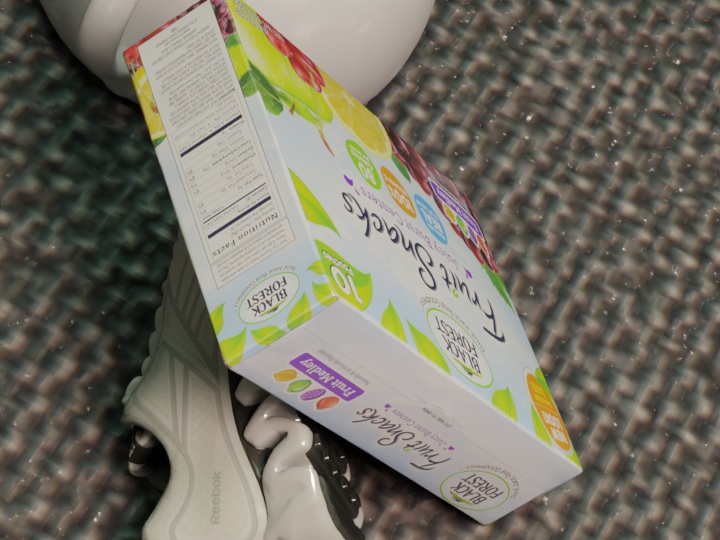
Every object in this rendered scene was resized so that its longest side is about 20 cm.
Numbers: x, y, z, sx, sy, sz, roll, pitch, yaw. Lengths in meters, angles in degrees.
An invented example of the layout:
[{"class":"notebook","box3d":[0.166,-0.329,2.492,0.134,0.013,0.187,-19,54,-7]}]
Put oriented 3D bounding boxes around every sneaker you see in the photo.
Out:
[{"class":"sneaker","box3d":[-0.057,0.036,0.959,0.081,0.075,0.201,-23,42,9]}]

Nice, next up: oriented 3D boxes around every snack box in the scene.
[{"class":"snack box","box3d":[0.000,0.000,0.940,0.200,0.053,0.143,36,29,-54]}]

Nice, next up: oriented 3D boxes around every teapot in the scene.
[{"class":"teapot","box3d":[-0.047,-0.164,1.071,0.196,0.146,0.201,-4,55,-22]}]
